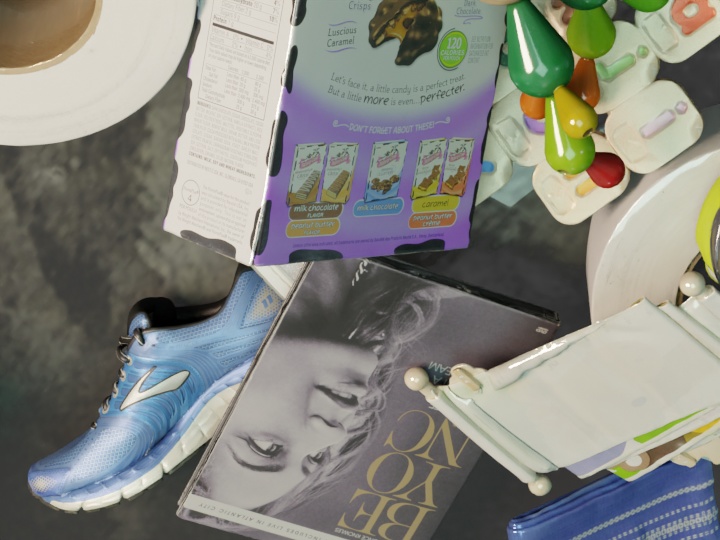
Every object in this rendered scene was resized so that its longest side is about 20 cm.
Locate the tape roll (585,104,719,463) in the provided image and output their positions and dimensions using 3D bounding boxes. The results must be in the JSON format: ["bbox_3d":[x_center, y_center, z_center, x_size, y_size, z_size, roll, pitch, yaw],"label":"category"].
[{"bbox_3d":[0.228,0.007,1.448,0.202,0.071,0.203,1,113,2],"label":"tape roll"}]

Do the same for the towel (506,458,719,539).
[{"bbox_3d":[0.164,0.210,1.518,0.144,0.024,0.201,-22,109,-25],"label":"towel"}]

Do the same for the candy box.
[{"bbox_3d":[-0.005,-0.111,1.324,0.071,0.167,0.201,20,106,39],"label":"candy box"}]

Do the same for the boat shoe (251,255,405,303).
[{"bbox_3d":[0.001,0.001,1.456,0.202,0.074,0.065,37,104,-17],"label":"boat shoe"}]

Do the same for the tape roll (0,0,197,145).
[{"bbox_3d":[-0.176,-0.183,1.317,0.202,0.139,0.203,1,130,1],"label":"tape roll"}]

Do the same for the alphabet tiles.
[{"bbox_3d":[0.092,-0.129,1.399,0.195,0.015,0.200,-36,92,16],"label":"alphabet tiles"}]

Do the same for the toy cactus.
[{"bbox_3d":[0.103,-0.147,1.311,0.165,0.102,0.201,7,101,-38],"label":"toy cactus"}]

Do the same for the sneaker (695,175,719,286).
[{"bbox_3d":[0.232,-0.067,1.334,0.074,0.081,0.201,13,112,-4],"label":"sneaker"}]

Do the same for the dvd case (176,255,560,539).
[{"bbox_3d":[0.002,0.082,1.452,0.148,0.016,0.200,18,120,-19],"label":"dvd case"}]

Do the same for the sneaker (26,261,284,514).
[{"bbox_3d":[-0.116,0.062,1.489,0.200,0.079,0.089,-37,100,8],"label":"sneaker"}]

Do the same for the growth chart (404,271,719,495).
[{"bbox_3d":[0.144,0.069,1.414,0.200,0.018,0.145,-22,130,28],"label":"growth chart"}]
